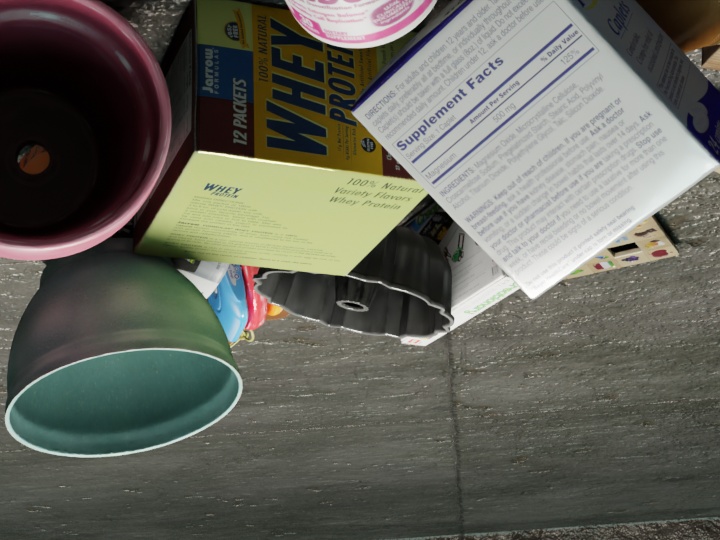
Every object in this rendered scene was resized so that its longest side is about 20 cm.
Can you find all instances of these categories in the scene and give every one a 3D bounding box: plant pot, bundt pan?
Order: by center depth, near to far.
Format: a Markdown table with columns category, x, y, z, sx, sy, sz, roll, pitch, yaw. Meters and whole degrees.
| category | x | y | z | sx | sy | sz | roll | pitch | yaw |
| --- | --- | --- | --- | --- | --- | --- | --- | --- | --- |
| plant pot | -0.255 | -0.100 | 1.035 | 0.198 | 0.202 | 0.179 | 3 | 172 | -15 |
| plant pot | -0.210 | 0.058 | 1.162 | 0.199 | 0.135 | 0.201 | -11 | 151 | -6 |
| bundt pan | 0.000 | 0.000 | 1.305 | 0.200 | 0.076 | 0.202 | 12 | 164 | 4 |

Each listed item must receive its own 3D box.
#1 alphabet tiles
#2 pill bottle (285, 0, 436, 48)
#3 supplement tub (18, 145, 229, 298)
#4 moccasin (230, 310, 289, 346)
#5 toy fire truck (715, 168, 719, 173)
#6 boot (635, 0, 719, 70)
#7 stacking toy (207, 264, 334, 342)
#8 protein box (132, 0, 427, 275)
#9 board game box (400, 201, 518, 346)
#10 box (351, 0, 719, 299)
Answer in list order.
| category | x | y | z | sx | sy | sz | roll | pitch | yaw |
| --- | --- | --- | --- | --- | --- | --- | --- | --- | --- |
| alphabet tiles | 0.243 | -0.034 | 1.469 | 0.166 | 0.008 | 0.200 | -13 | 156 | 23 |
| pill bottle | -0.017 | -0.232 | 0.818 | 0.112 | 0.114 | 0.200 | -8 | 157 | 11 |
| supplement tub | -0.222 | -0.043 | 1.247 | 0.122 | 0.124 | 0.199 | -18 | 155 | 32 |
| moccasin | -0.161 | 0.058 | 1.532 | 0.200 | 0.078 | 0.074 | -5 | 154 | -44 |
| toy fire truck | 0.233 | -0.119 | 1.138 | 0.199 | 0.130 | 0.176 | -20 | 180 | -16 |
| boot | 0.236 | -0.207 | 0.983 | 0.198 | 0.074 | 0.155 | -6 | 158 | -14 |
| stacking toy | -0.060 | -0.003 | 1.424 | 0.198 | 0.117 | 0.110 | -9 | 163 | -17 |
| protein box | -0.068 | -0.102 | 1.104 | 0.197 | 0.136 | 0.200 | 6 | 157 | -21 |
| board game box | 0.098 | -0.015 | 1.356 | 0.034 | 0.127 | 0.200 | 9 | 156 | -27 |
| box | 0.131 | -0.116 | 0.967 | 0.200 | 0.105 | 0.184 | 45 | 125 | -9 |
